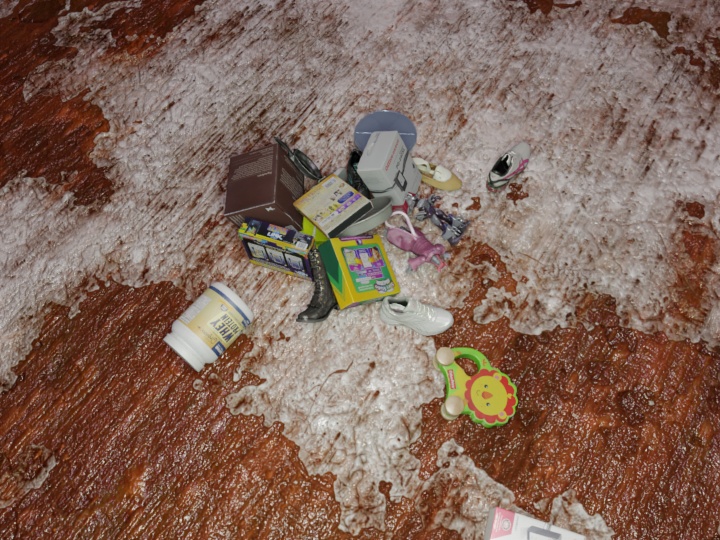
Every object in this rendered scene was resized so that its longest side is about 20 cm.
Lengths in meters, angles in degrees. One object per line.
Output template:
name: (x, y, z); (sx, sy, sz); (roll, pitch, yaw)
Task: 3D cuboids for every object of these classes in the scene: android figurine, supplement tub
android figurine: (-0.102, -0.128, 1.666); (0.198, 0.041, 0.183); (2, 63, 3)
supplement tub: (-0.389, 0.145, 1.478); (0.144, 0.145, 0.200); (35, 69, 18)

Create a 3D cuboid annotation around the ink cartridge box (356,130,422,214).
ink cartridge box: (0.086, -0.276, 1.637); (0.083, 0.200, 0.146); (4, 60, 33)

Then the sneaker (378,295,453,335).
sneaker: (0.144, 0.112, 1.497); (0.199, 0.100, 0.078); (8, 63, 6)

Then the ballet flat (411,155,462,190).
ballet flat: (0.210, -0.294, 1.725); (0.199, 0.063, 0.069); (20, 64, 12)

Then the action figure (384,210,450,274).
action figure: (0.170, -0.071, 1.573); (0.134, 0.149, 0.200); (-34, 52, -21)

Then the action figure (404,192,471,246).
action figure: (0.209, -0.161, 1.630); (0.199, 0.069, 0.130); (34, 49, -2)

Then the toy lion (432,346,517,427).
toy lion: (0.288, 0.287, 1.428); (0.190, 0.069, 0.201); (-4, 62, -7)

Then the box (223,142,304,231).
box: (-0.266, -0.217, 1.626); (0.163, 0.166, 0.201); (-11, 61, 19)

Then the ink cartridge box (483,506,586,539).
ink cartridge box: (0.367, 0.614, 1.238); (0.199, 0.085, 0.146); (16, 65, 8)

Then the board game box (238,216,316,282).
board game box: (-0.215, -0.055, 1.562); (0.199, 0.166, 0.057); (17, 64, 11)

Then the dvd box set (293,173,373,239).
dvd box set: (-0.076, -0.173, 1.531); (0.146, 0.029, 0.200); (-38, 44, -10)

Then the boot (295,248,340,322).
boot: (-0.109, 0.031, 1.490); (0.069, 0.175, 0.200); (1, 19, 37)

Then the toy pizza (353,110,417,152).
toy pizza: (0.078, -0.423, 1.815); (0.199, 0.032, 0.201); (-1, 62, 1)

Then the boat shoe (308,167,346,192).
boat shoe: (-0.104, -0.247, 1.689); (0.063, 0.071, 0.200); (18, 42, 17)

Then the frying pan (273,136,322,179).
frying pan: (-0.171, -0.304, 1.617); (0.031, 0.190, 0.115); (-41, 71, 18)

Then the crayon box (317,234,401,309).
crayon box: (0.000, 0.000, 1.499); (0.199, 0.058, 0.174); (-8, 75, -49)

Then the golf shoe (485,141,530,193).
golf shoe: (0.450, -0.321, 1.714); (0.072, 0.092, 0.200); (32, 67, 19)

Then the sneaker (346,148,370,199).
sneaker: (-0.013, -0.269, 1.714); (0.075, 0.079, 0.201); (-7, 64, -1)

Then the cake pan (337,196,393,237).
cake pan: (0.002, -0.143, 1.567); (0.199, 0.200, 0.037); (-28, 109, -11)
